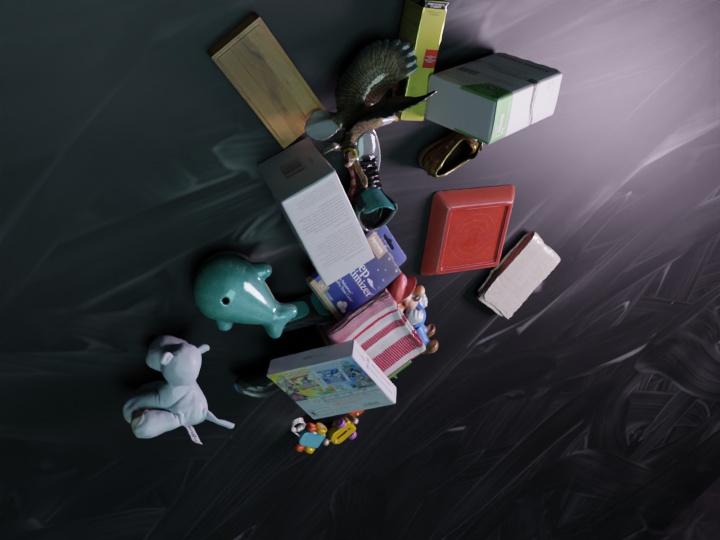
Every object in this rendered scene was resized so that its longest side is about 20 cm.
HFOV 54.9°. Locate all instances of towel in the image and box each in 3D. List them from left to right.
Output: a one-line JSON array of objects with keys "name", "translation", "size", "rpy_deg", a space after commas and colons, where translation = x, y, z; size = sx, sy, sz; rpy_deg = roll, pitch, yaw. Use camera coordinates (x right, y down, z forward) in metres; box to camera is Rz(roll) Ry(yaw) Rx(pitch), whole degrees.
[{"name": "towel", "translation": [0.037, 0.140, 1.375], "size": [0.144, 0.023, 0.200], "rpy_deg": [-36, 130, -1]}, {"name": "towel", "translation": [0.364, 0.014, 1.605], "size": [0.200, 0.035, 0.132], "rpy_deg": [-49, 130, 9]}]

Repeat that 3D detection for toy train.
[{"name": "toy train", "translation": [-0.072, 0.337, 1.593], "size": [0.199, 0.056, 0.151], "rpy_deg": [-18, 126, -19]}]

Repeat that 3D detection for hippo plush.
[{"name": "hippo plush", "translation": [-0.358, 0.213, 1.290], "size": [0.159, 0.199, 0.162], "rpy_deg": [-20, 123, -41]}]

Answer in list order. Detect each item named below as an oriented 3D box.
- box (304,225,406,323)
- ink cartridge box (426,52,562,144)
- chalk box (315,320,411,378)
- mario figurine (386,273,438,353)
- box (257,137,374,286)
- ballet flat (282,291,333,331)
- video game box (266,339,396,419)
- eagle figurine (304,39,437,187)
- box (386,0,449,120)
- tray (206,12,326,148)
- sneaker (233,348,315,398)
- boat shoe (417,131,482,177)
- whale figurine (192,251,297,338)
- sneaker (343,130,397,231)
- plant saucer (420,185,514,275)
[{"name": "box", "translation": [0.000, 0.000, 1.373], "size": [0.200, 0.032, 0.121], "rpy_deg": [-43, 117, -13]}, {"name": "ink cartridge box", "translation": [0.235, -0.307, 1.213], "size": [0.199, 0.146, 0.085], "rpy_deg": [-27, 135, -36]}, {"name": "chalk box", "translation": [0.014, 0.166, 1.473], "size": [0.124, 0.125, 0.200], "rpy_deg": [-36, 129, -1]}, {"name": "mario figurine", "translation": [0.122, 0.081, 1.460], "size": [0.106, 0.123, 0.201], "rpy_deg": [-43, 127, -17]}, {"name": "box", "translation": [-0.078, -0.104, 1.228], "size": [0.106, 0.152, 0.201], "rpy_deg": [-30, 130, -5]}, {"name": "ballet flat", "translation": [-0.103, 0.084, 1.405], "size": [0.199, 0.073, 0.074], "rpy_deg": [-13, 127, -26]}, {"name": "video game box", "translation": [-0.056, 0.223, 1.387], "size": [0.199, 0.047, 0.182], "rpy_deg": [-16, 136, 24]}, {"name": "eagle figurine", "translation": [0.019, -0.269, 1.144], "size": [0.151, 0.151, 0.200], "rpy_deg": [39, 130, 1]}, {"name": "box", "translation": [0.094, -0.366, 1.190], "size": [0.050, 0.075, 0.201], "rpy_deg": [-3, 121, -25]}, {"name": "tray", "translation": [-0.148, -0.305, 1.135], "size": [0.098, 0.037, 0.200], "rpy_deg": [-39, 129, 2]}, {"name": "sneaker", "translation": [-0.172, 0.210, 1.453], "size": [0.199, 0.073, 0.083], "rpy_deg": [-7, 116, -33]}, {"name": "boat shoe", "translation": [0.208, -0.244, 1.330], "size": [0.200, 0.068, 0.072], "rpy_deg": [-39, 128, 1]}, {"name": "whale figurine", "translation": [-0.213, 0.056, 1.272], "size": [0.199, 0.104, 0.159], "rpy_deg": [36, 102, -16]}, {"name": "sneaker", "translation": [0.016, -0.154, 1.261], "size": [0.083, 0.121, 0.201], "rpy_deg": [-12, 126, -18]}, {"name": "plant saucer", "translation": [0.235, -0.077, 1.478], "size": [0.198, 0.037, 0.201], "rpy_deg": [-7, 123, -22]}]
